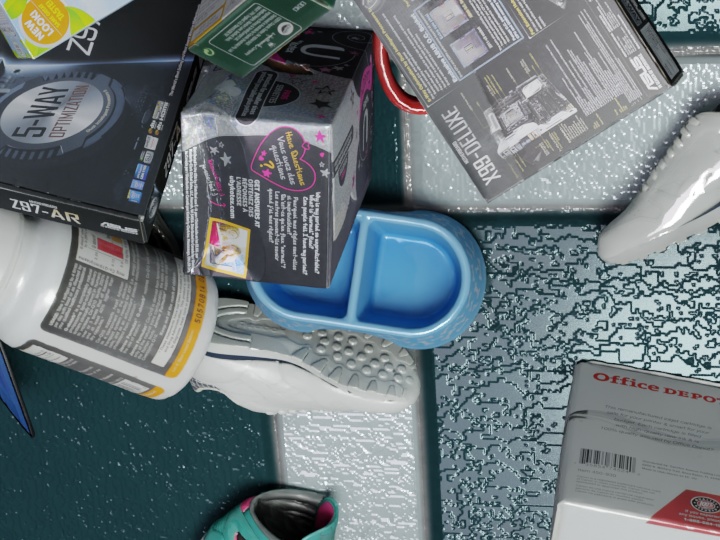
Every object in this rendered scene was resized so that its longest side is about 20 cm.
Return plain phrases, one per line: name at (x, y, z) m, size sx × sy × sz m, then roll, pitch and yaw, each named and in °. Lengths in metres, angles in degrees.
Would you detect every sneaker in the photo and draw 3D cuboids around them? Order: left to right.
sneaker at (-0.048, 0.084, 1.513) m, size 0.198 × 0.077 × 0.081 m, roll 15°, pitch 128°, yaw 9°
sneaker at (-0.037, 0.259, 1.591) m, size 0.199 × 0.084 × 0.121 m, roll 31°, pitch 126°, yaw -4°
sneaker at (0.258, -0.075, 1.387) m, size 0.199 × 0.076 × 0.081 m, roll -33°, pitch 94°, yaw 18°

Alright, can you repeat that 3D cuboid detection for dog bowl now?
dog bowl at (0.000, 0.000, 1.451) m, size 0.198 × 0.050 × 0.113 m, roll 9°, pitch 89°, yaw 7°

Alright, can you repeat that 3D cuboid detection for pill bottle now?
pill bottle at (-0.221, 0.019, 1.435) m, size 0.199 × 0.117 × 0.117 m, roll 24°, pitch 120°, yaw -28°

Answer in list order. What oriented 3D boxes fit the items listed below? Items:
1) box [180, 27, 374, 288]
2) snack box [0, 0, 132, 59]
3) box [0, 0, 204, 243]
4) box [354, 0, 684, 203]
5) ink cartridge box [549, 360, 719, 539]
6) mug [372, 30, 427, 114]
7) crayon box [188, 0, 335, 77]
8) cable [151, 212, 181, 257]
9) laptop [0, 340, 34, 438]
box at (-0.056, -0.092, 1.358) m, size 0.114 × 0.200 × 0.133 m, roll 5°, pitch 117°, yaw 7°
snack box at (-0.226, -0.282, 1.330) m, size 0.168 × 0.068 × 0.201 m, roll -33°, pitch 106°, yaw -15°
box at (-0.211, -0.135, 1.382) m, size 0.159 × 0.202 × 0.044 m, roll 14°, pitch 158°, yaw 4°
box at (0.099, -0.170, 1.237) m, size 0.157 × 0.050 × 0.201 m, roll -32°, pitch 95°, yaw 27°
ink cartridge box at (0.227, 0.167, 1.429) m, size 0.145 × 0.200 × 0.084 m, roll 10°, pitch 120°, yaw 6°
mug at (0.099, -0.204, 1.302) m, size 0.133 × 0.177 × 0.202 m, roll 11°, pitch 122°, yaw 55°
crayon box at (-0.050, -0.250, 1.280) m, size 0.051 × 0.202 × 0.125 m, roll 24°, pitch 152°, yaw -25°
cable at (-0.187, -0.072, 1.475) m, size 0.096 × 0.050 × 0.202 m, roll 6°, pitch 116°, yaw 1°
laptop at (-0.374, 0.056, 1.544) m, size 0.198 × 0.103 × 0.179 m, roll -9°, pitch 113°, yaw 15°
